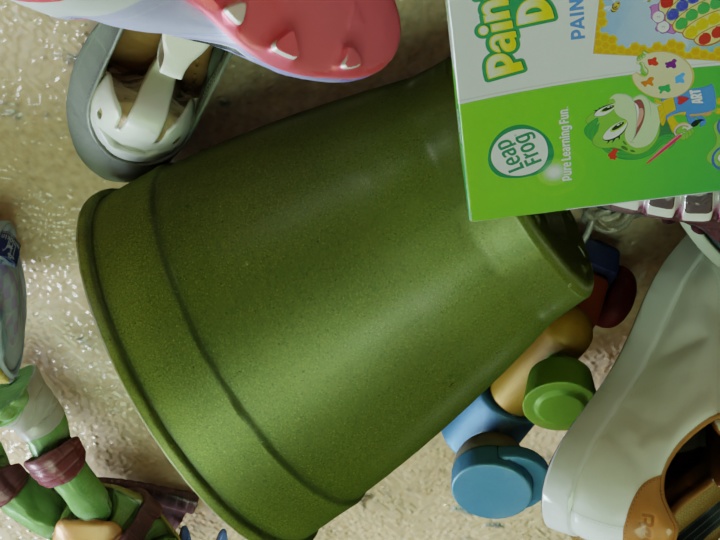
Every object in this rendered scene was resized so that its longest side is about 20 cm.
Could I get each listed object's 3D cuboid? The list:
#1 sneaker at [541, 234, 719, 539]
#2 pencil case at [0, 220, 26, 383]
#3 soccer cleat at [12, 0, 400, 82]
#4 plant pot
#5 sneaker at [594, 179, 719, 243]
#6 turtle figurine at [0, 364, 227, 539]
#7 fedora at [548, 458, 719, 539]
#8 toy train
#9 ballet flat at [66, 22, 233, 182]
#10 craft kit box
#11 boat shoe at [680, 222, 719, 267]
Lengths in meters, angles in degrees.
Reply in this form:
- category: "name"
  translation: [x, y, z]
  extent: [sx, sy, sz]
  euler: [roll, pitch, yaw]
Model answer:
- category: "sneaker"
  translation: [0.168, 0.058, 1.011]
  extent: [0.084, 0.201, 0.073]
  euler: [17, 148, 27]
- category: "pencil case"
  translation: [-0.271, 0.019, 1.075]
  extent: [0.198, 0.091, 0.084]
  euler: [1, 134, 4]
- category: "soccer cleat"
  translation: [-0.079, -0.125, 0.878]
  extent: [0.199, 0.067, 0.076]
  euler: [11, 175, -24]
- category: "plant pot"
  translation: [0.000, 0.000, 0.989]
  extent: [0.192, 0.201, 0.201]
  euler: [-31, 125, 15]
- category: "sneaker"
  translation: [0.167, -0.015, 0.927]
  extent: [0.198, 0.076, 0.116]
  euler: [7, 134, 18]
- category: "turtle figurine"
  translation: [-0.175, 0.167, 1.153]
  extent: [0.200, 0.144, 0.194]
  euler: [-41, 107, -15]
- category: "fedora"
  translation: [0.160, 0.109, 1.108]
  extent: [0.200, 0.082, 0.201]
  euler: [-35, 162, -13]
- category: "toy train"
  translation: [0.102, 0.028, 1.043]
  extent: [0.084, 0.116, 0.200]
  euler: [21, 131, -17]
- category: "ballet flat"
  translation: [-0.094, -0.099, 0.971]
  extent: [0.067, 0.064, 0.200]
  euler: [19, 132, -15]
- category: "craft kit box"
  translation: [0.129, -0.115, 0.807]
  extent: [0.196, 0.049, 0.201]
  euler: [-5, 134, 5]
- category: "boat shoe"
  translation: [0.171, -0.071, 0.979]
  extent: [0.062, 0.075, 0.200]
  euler: [-19, 121, 35]
